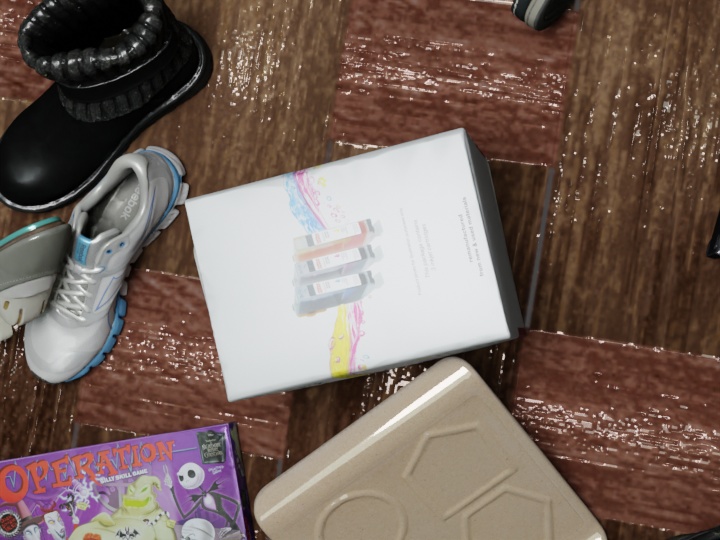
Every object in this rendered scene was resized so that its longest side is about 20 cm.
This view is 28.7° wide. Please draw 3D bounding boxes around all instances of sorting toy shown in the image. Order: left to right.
[{"bbox_3d":[0.052,0.178,1.002,0.185,0.036,0.200,-36,112,7],"label":"sorting toy"}]

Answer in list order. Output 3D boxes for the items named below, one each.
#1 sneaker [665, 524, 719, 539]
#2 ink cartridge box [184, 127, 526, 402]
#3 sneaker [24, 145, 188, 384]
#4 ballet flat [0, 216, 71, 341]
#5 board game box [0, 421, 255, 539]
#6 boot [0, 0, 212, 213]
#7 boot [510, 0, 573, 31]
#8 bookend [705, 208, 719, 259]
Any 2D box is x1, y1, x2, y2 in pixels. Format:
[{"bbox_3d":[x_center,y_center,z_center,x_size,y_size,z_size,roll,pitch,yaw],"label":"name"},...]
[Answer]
[{"bbox_3d":[0.288,0.193,0.950,0.199,0.114,0.076,-19,87,7],"label":"sneaker"},{"bbox_3d":[0.000,0.000,0.990,0.200,0.145,0.145,-13,86,10],"label":"ink cartridge box"},{"bbox_3d":[-0.205,-0.006,1.058,0.075,0.087,0.200,26,94,8],"label":"sneaker"},{"bbox_3d":[-0.263,0.016,1.044,0.200,0.067,0.064,-22,90,46],"label":"ballet flat"},{"bbox_3d":[-0.183,0.190,1.078,0.200,0.032,0.120,-11,82,10],"label":"board game box"},{"bbox_3d":[-0.212,-0.127,1.025,0.211,0.158,0.079,-41,82,6],"label":"boot"},{"bbox_3d":[0.113,-0.288,1.018,0.154,0.073,0.204,25,88,13],"label":"boot"},{"bbox_3d":[0.360,-0.079,0.954,0.198,0.092,0.200,17,92,10],"label":"bookend"}]
